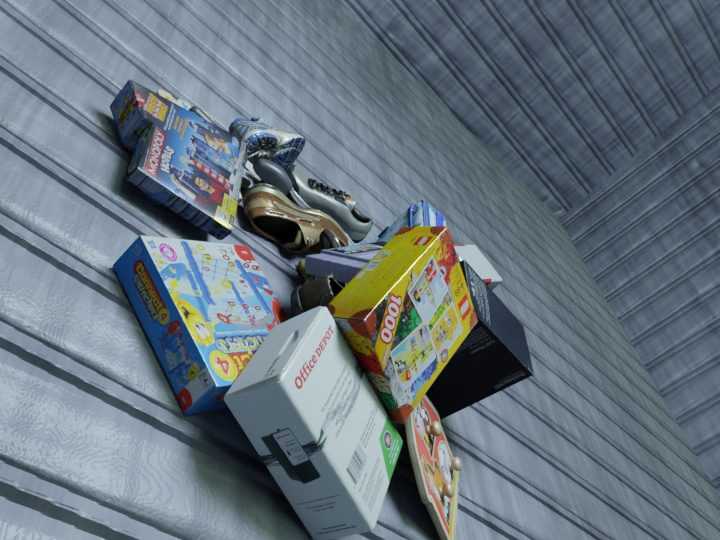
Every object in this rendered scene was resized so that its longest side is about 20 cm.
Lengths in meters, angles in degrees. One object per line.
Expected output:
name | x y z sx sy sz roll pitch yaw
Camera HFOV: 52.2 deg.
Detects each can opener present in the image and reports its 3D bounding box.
can opener | -0.191 -0.188 1.166 0.200 0.067 0.054 44 23 -20

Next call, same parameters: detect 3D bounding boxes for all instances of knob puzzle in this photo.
knob puzzle | 0.106 0.253 1.027 0.219 0.030 0.225 -18 91 -73

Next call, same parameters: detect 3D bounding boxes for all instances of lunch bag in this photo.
lunch bag | 0.093 -0.038 1.386 0.082 0.160 0.201 41 24 -17

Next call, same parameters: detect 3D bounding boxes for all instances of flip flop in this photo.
flip flop | 0.000 0.000 1.152 0.201 0.057 0.081 50 -1 -36

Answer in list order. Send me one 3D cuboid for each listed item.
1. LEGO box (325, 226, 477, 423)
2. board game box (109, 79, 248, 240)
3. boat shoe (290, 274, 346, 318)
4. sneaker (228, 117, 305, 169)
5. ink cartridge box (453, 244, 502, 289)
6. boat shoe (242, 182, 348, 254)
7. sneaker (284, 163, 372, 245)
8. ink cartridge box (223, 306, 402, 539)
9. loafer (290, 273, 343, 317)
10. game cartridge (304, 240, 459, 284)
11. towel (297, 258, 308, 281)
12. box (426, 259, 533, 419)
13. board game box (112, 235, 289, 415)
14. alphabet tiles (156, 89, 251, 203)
LEGO box | 0.053 0.061 0.917 0.200 0.076 0.151 -46 124 -39
board game box | -0.258 -0.157 1.014 0.198 0.061 0.203 34 35 -28
boat shoe | -0.057 0.064 1.055 0.074 0.073 0.201 44 17 -20
sneaker | -0.167 -0.238 1.321 0.085 0.077 0.199 43 14 15
ink cartridge box | 0.130 0.053 1.263 0.083 0.200 0.145 51 21 16
boat shoe | -0.105 -0.061 1.173 0.197 0.076 0.075 25 37 -32
sneaker | -0.059 -0.128 1.347 0.199 0.079 0.074 42 25 -17
ink cartridge box | -0.045 0.166 0.810 0.203 0.082 0.147 62 28 -16
loafer | 0.000 0.072 0.955 0.198 0.071 0.074 32 35 -34
game cartridge | 0.031 -0.014 1.046 0.197 0.039 0.128 -10 20 -43
towel | -0.020 0.067 1.186 0.143 0.023 0.202 16 40 -55
box | 0.131 0.116 1.130 0.182 0.198 0.105 44 29 -32
board game box | -0.166 0.060 0.872 0.198 0.056 0.199 57 23 18
alphabet tiles | -0.255 -0.193 1.156 0.198 0.015 0.198 19 40 -52
